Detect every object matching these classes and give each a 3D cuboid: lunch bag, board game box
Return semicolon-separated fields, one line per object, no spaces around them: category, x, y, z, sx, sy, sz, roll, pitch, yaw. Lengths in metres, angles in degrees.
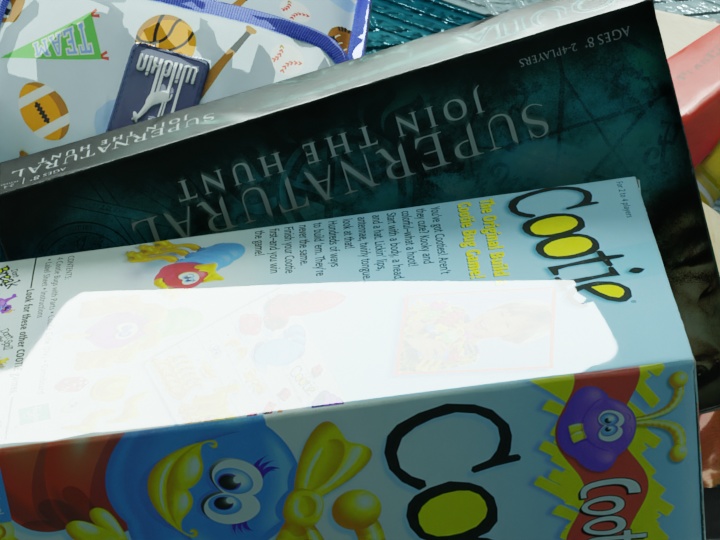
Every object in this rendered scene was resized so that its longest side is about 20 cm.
lunch bag;-0.084;-0.082;1.060;0.168;0.125;0.201;15;40;-1
board game box;-0.012;0.054;0.646;0.198;0.104;0.105;-7;29;1
board game box;0.005;0.005;0.699;0.198;0.136;0.028;-16;25;5

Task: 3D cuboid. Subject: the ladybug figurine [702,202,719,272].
ladybug figurine;0.097;0.034;0.954;0.134;0.072;0.201;-4;31;12

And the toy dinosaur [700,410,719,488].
toy dinosaur;0.079;0.097;0.764;0.181;0.202;0.105;-19;14;-38

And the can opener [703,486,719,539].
can opener;0.050;0.118;0.691;0.198;0.064;0.079;-11;27;-5

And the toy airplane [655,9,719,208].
toy airplane;0.203;-0.082;1.189;0.197;0.142;0.201;-10;33;22
